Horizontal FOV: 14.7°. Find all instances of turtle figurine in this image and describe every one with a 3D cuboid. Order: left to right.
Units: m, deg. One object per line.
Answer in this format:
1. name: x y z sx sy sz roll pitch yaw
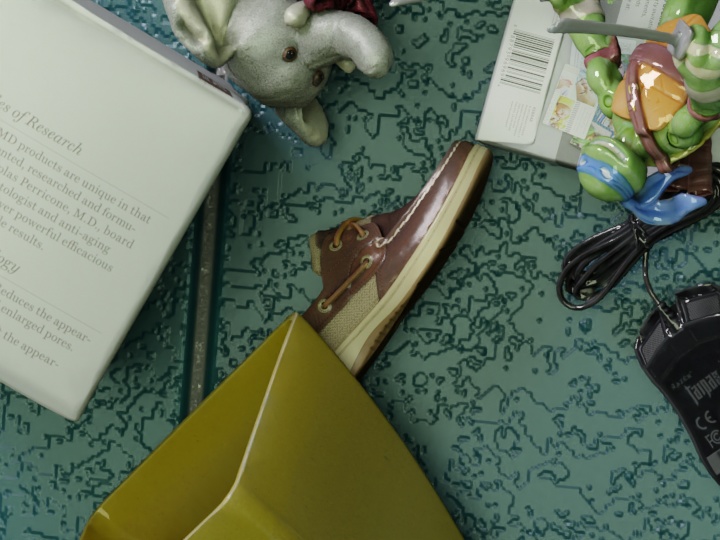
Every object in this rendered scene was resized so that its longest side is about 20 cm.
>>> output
1. turtle figurine: 0.162 -0.146 1.495 0.200 0.144 0.194 45 74 -7

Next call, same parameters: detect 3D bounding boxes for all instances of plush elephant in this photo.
1. plush elephant: -0.026 -0.161 1.579 0.199 0.164 0.156 -5 73 36

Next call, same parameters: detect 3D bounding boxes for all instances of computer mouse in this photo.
1. computer mouse: 0.219 0.033 1.581 0.200 0.046 0.140 49 118 6

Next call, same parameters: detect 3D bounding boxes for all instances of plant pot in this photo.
1. plant pot: -0.047 0.183 1.549 0.176 0.200 0.200 40 117 -11

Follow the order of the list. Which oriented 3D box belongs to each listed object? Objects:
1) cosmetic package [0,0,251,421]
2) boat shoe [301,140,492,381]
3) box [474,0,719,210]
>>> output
1. cosmetic package: -0.181 -0.052 1.578 0.164 0.165 0.201 29 94 -10
2. boat shoe: 0.000 0.000 1.618 0.072 0.072 0.200 36 101 6
3. box: 0.182 -0.122 1.604 0.199 0.041 0.157 15 92 9
